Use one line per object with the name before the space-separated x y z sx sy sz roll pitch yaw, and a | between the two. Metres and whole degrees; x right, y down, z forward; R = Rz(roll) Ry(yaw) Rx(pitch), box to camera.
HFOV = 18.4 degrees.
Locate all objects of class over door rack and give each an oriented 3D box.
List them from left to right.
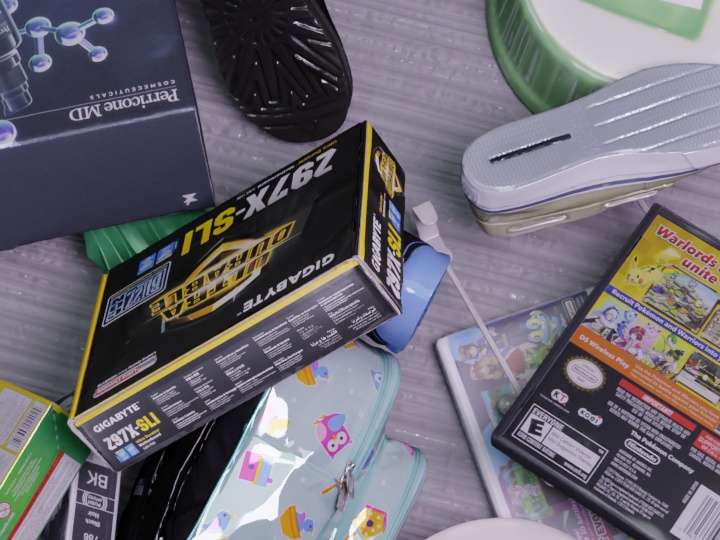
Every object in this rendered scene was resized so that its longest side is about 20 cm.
over door rack | 0.141 0.025 1.389 0.148 0.067 0.200 -23 65 -8

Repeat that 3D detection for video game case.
video game case | 0.165 0.109 1.410 0.182 0.023 0.200 -18 78 -5
video game case | 0.209 0.083 1.310 0.200 0.026 0.181 33 74 14

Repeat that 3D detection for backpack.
backpack | -0.048 0.123 1.327 0.153 0.176 0.200 21 79 -12

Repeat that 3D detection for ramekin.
ramekin | 0.184 -0.184 1.440 0.200 0.098 0.200 0 77 0

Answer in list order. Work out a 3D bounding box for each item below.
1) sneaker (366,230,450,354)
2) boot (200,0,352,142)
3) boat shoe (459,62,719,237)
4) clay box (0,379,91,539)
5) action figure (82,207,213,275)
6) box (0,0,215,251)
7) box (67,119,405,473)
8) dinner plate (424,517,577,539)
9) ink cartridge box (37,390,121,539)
sneaker | 0.000 0.000 1.341 0.078 0.200 0.070 27 89 -7
boot | -0.050 -0.206 1.450 0.079 0.211 0.158 -10 32 21
boat shoe | 0.158 -0.074 1.363 0.200 0.062 0.072 -14 58 0
clay box | -0.254 0.115 1.347 0.048 0.200 0.115 40 75 -38
action figure | -0.139 -0.032 1.423 0.118 0.055 0.200 -34 72 -7
box | -0.183 -0.132 1.390 0.148 0.107 0.200 -12 58 -4
box | -0.067 0.012 1.277 0.200 0.160 0.049 -29 115 19
dinner plate | 0.086 0.250 1.338 0.200 0.024 0.200 0 90 -18
ink cartridge box | -0.187 0.177 1.327 0.039 0.099 0.200 21 56 -33
